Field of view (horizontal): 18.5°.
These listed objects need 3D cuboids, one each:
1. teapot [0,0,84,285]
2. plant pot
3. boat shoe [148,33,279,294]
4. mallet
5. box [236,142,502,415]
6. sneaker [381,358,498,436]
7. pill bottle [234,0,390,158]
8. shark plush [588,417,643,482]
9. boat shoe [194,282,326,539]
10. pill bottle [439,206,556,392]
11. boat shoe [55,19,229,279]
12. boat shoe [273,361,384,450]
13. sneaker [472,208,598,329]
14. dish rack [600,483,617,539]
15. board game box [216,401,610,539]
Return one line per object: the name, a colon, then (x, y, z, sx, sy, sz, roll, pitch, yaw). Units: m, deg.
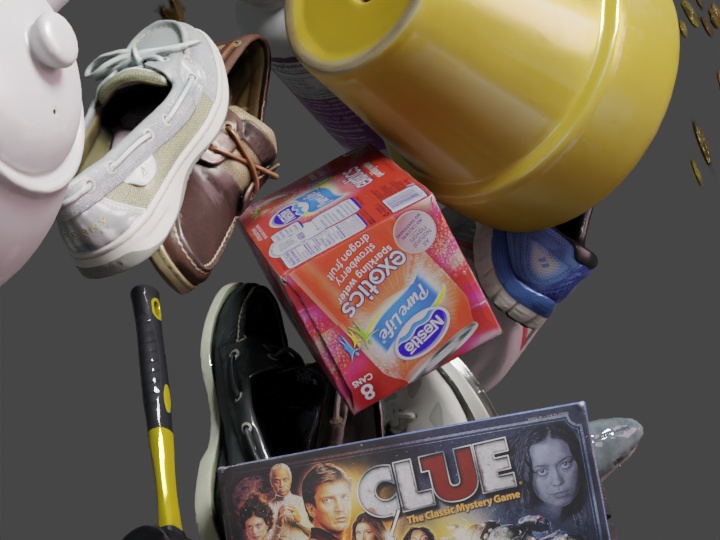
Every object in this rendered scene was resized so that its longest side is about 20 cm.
teapot: (-0.192, -0.075, 0.993, 0.197, 0.146, 0.200, 19, 54, -60)
plant pot: (0.062, -0.145, 1.360, 0.189, 0.201, 0.201, 23, 49, -42)
boat shoe: (-0.085, -0.071, 1.312, 0.072, 0.072, 0.200, 53, 28, -31)
mallet: (-0.101, 0.099, 1.187, 0.066, 0.041, 0.200, 46, 28, -42)
box: (0.000, 0.000, 1.306, 0.096, 0.100, 0.200, 63, -4, -15)
sneaker: (0.034, 0.129, 1.364, 0.201, 0.115, 0.076, 57, -20, 6)
pill bottle: (-0.015, -0.168, 1.496, 0.200, 0.112, 0.112, 47, 32, -42)
shark plush: (0.089, 0.127, 1.462, 0.200, 0.083, 0.091, 5, 60, -28)
boat shoe: (-0.051, 0.079, 1.268, 0.075, 0.066, 0.200, 50, 29, -34)
pill bottle: (0.081, 0.010, 1.557, 0.111, 0.111, 0.200, 65, 23, -8)
boat shoe: (-0.127, -0.082, 1.233, 0.065, 0.074, 0.202, 58, 32, -33)
boat shoe: (-0.011, 0.138, 1.308, 0.071, 0.064, 0.200, 37, 39, -51)
sneaker: (0.117, -0.059, 1.465, 0.079, 0.089, 0.200, 30, 36, -42)
dish rack: (0.133, 0.202, 1.583, 0.200, 0.054, 0.154, 29, 44, -54)
board game box: (0.033, 0.153, 1.166, 0.035, 0.200, 0.136, 45, 34, -79)
